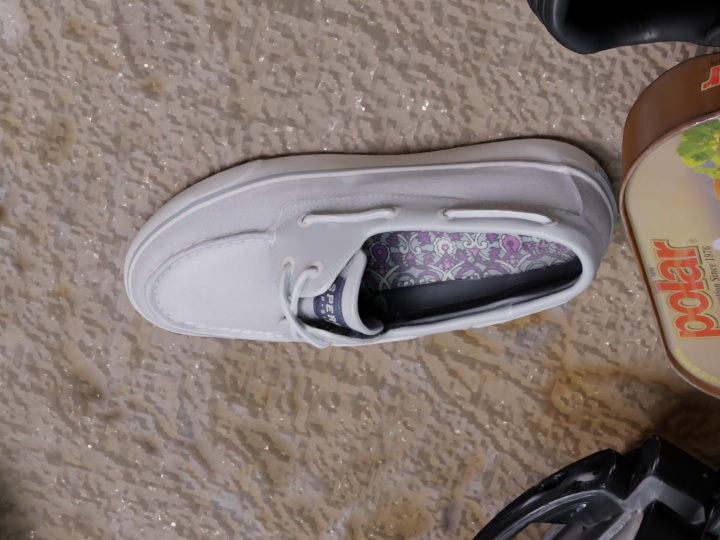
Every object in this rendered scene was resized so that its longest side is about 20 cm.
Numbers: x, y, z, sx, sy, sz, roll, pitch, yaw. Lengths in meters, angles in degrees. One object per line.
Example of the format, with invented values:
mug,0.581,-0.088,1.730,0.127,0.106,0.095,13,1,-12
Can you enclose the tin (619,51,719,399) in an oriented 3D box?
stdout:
tin,0.157,-0.014,1.095,0.112,0.042,0.200,-10,145,10

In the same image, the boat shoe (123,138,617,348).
boat shoe,0.000,0.000,1.153,0.200,0.069,0.072,-4,120,11

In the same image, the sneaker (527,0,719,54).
sneaker,0.149,-0.120,1.037,0.200,0.100,0.070,-19,118,20

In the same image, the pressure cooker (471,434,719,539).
pressure cooker,0.121,0.166,1.165,0.200,0.176,0.179,32,161,-7
